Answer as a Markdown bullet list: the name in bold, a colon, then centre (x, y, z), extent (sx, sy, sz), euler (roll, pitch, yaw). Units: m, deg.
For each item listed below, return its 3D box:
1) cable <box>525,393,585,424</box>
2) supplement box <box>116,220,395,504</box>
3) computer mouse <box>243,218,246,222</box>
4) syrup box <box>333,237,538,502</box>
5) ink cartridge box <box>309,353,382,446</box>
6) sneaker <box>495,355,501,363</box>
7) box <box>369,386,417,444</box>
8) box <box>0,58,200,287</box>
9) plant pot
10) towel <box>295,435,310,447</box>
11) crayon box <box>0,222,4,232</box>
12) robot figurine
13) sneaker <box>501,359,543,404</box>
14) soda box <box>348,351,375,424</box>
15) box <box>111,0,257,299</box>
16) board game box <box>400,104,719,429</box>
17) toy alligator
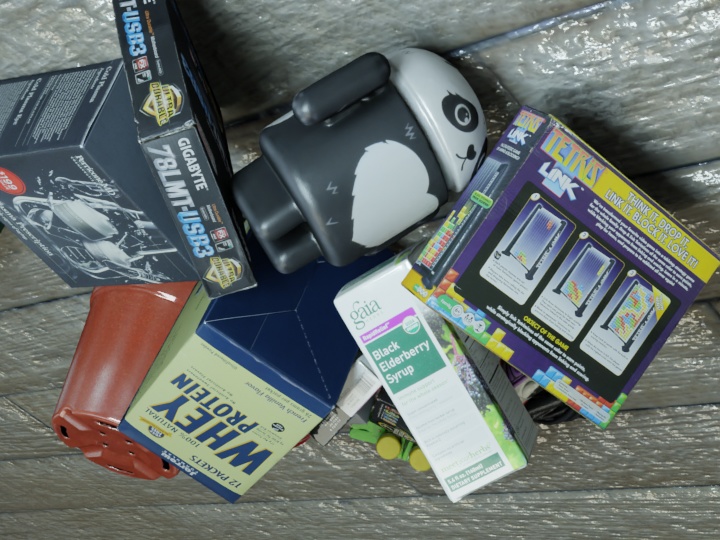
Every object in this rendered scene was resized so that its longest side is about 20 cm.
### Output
- **cable**: centre (0.165, 0.123, 1.380), extent (0.197, 0.051, 0.164), euler (15, 150, 8)
- **supplement box**: centre (-0.095, 0.065, 1.214), extent (0.133, 0.201, 0.200), euler (34, 135, -10)
- **computer mouse**: centre (-0.075, 0.032, 1.337), extent (0.058, 0.034, 0.201), euler (-8, 123, 51)
- **syrup box**: centre (0.066, 0.083, 1.125), extent (0.078, 0.081, 0.202), euler (-29, 95, 20)
- **ink cartridge box**: centre (0.019, 0.084, 1.241), extent (0.037, 0.200, 0.095), euler (41, 120, 2)
- **sneaker**: centre (0.088, 0.068, 1.206), extent (0.075, 0.203, 0.091), euler (-2, -173, 41)
- **box**: centre (0.092, 0.166, 1.430), extent (0.159, 0.050, 0.200), euler (24, 167, 3)
- **box**: centre (-0.247, -0.084, 1.235), extent (0.180, 0.105, 0.200), euler (-4, 143, 33)
- **plant pot**: centre (-0.233, 0.109, 1.446), extent (0.198, 0.197, 0.202), euler (15, 150, 9)
- **towel**: centre (-0.062, 0.152, 1.371), extent (0.023, 0.144, 0.200), euler (55, 131, 11)
- **crayon box**: centre (-0.440, -0.032, 1.334), extent (0.124, 0.202, 0.052), euler (20, 150, -2)
- **robot figurine**: centre (0.002, -0.082, 1.007), extent (0.126, 0.199, 0.150), euler (58, 176, 1)
- **sneaker**: centre (0.141, 0.089, 1.269), extent (0.200, 0.080, 0.084), euler (-42, 77, 22)
- **soda box**: centre (-0.058, 0.091, 1.443), extent (0.063, 0.069, 0.200), euler (-6, 141, 36)
- **box**: centre (-0.139, -0.114, 1.034), extent (0.049, 0.200, 0.201), euler (-18, 143, 0)
- **board game box**: centre (0.155, 0.000, 1.012), extent (0.199, 0.166, 0.057), euler (35, -179, -25)
- **toy alligator**: centre (0.033, 0.183, 1.557), extent (0.197, 0.059, 0.055), euler (20, 110, -1)
